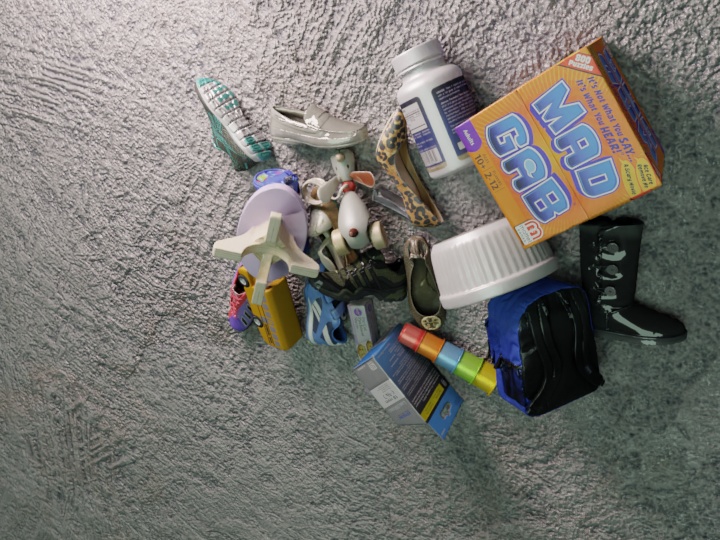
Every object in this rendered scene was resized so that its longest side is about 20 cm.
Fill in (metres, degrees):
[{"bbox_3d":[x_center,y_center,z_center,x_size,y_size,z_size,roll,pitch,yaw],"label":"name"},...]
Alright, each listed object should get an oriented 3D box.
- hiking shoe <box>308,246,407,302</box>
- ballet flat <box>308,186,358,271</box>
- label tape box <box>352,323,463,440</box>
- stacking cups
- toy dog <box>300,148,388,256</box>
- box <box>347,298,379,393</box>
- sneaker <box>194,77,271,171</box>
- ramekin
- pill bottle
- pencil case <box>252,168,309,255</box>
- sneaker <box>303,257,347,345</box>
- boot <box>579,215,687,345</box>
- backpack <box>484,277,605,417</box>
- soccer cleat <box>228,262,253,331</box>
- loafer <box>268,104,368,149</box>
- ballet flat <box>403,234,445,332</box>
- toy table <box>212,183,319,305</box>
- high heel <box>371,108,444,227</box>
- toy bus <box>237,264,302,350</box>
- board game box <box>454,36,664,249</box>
[{"bbox_3d":[0.000,0.000,1.188,0.076,0.199,0.101,40,122,58],"label":"hiking shoe"},{"bbox_3d":[-0.059,-0.059,1.229,0.068,0.072,0.201,-9,108,46],"label":"ballet flat"},{"bbox_3d":[0.094,0.220,1.231,0.063,0.144,0.200,-39,91,33],"label":"label tape box"},{"bbox_3d":[0.166,0.161,1.216,0.199,0.061,0.061,29,121,10],"label":"stacking cups"},{"bbox_3d":[-0.023,-0.118,1.141,0.132,0.096,0.200,-35,80,6],"label":"toy dog"},{"bbox_3d":[0.017,0.155,1.304,0.041,0.039,0.201,-3,109,26],"label":"box"},{"bbox_3d":[-0.263,-0.275,1.243,0.091,0.078,0.200,-34,92,37],"label":"sneaker"},{"bbox_3d":[0.210,-0.021,1.049,0.200,0.200,0.105,-21,90,31],"label":"ramekin"},{"bbox_3d":[0.126,-0.259,1.034,0.111,0.111,0.201,-18,102,31],"label":"pill bottle"},{"bbox_3d":[-0.145,-0.100,1.230,0.078,0.087,0.201,-128,24,-50],"label":"pencil case"},{"bbox_3d":[-0.063,0.066,1.289,0.082,0.074,0.201,13,125,23],"label":"sneaker"},{"bbox_3d":[0.436,0.013,1.031,0.164,0.066,0.201,2,107,23],"label":"boot"},{"bbox_3d":[0.286,0.111,1.073,0.168,0.162,0.201,28,134,59],"label":"backpack"},{"bbox_3d":[-0.254,0.054,1.374,0.068,0.073,0.201,30,121,12],"label":"soccer cleat"},{"bbox_3d":[-0.080,-0.261,1.159,0.199,0.070,0.070,8,123,23],"label":"loafer"},{"bbox_3d":[0.116,0.031,1.186,0.067,0.046,0.201,-9,115,6],"label":"ballet flat"},{"bbox_3d":[-0.161,-0.041,1.149,0.183,0.117,0.201,3,123,-1],"label":"toy table"},{"bbox_3d":[0.096,-0.170,1.104,0.142,0.071,0.200,28,137,20],"label":"high heel"},{"bbox_3d":[-0.182,0.064,1.316,0.078,0.065,0.201,17,134,34],"label":"toy bus"},{"bbox_3d":[0.293,-0.186,0.930,0.199,0.200,0.200,-28,97,32],"label":"board game box"}]
